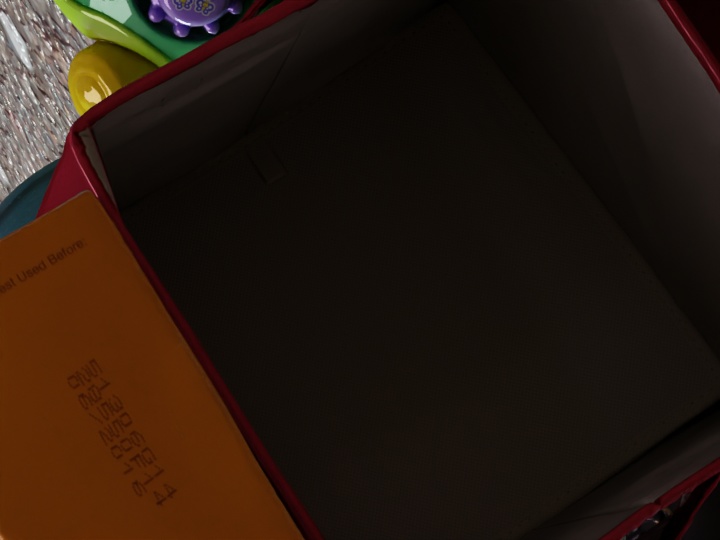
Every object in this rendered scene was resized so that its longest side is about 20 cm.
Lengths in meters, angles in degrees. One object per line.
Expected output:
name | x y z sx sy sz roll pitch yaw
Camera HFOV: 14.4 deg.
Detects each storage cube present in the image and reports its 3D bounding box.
storage cube | 0.019 0.009 0.854 0.200 0.171 0.180 57 166 2

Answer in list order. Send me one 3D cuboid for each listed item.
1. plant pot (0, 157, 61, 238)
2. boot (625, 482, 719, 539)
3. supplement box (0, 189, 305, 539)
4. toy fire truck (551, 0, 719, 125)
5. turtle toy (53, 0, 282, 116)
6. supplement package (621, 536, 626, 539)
plant pot | -0.087 0.055 1.489 0.188 0.200 0.200 30 151 46
boot | 0.094 0.105 0.965 0.138 0.200 0.077 59 151 6
supplement box | -0.083 0.061 0.810 0.126 0.073 0.200 58 168 2
toy fire truck | 0.126 -0.006 0.917 0.200 0.049 0.141 51 164 19
turtle toy | -0.051 -0.120 1.119 0.200 0.146 0.101 54 144 9
supplement package | 0.121 0.142 1.112 0.117 0.117 0.200 54 165 19
